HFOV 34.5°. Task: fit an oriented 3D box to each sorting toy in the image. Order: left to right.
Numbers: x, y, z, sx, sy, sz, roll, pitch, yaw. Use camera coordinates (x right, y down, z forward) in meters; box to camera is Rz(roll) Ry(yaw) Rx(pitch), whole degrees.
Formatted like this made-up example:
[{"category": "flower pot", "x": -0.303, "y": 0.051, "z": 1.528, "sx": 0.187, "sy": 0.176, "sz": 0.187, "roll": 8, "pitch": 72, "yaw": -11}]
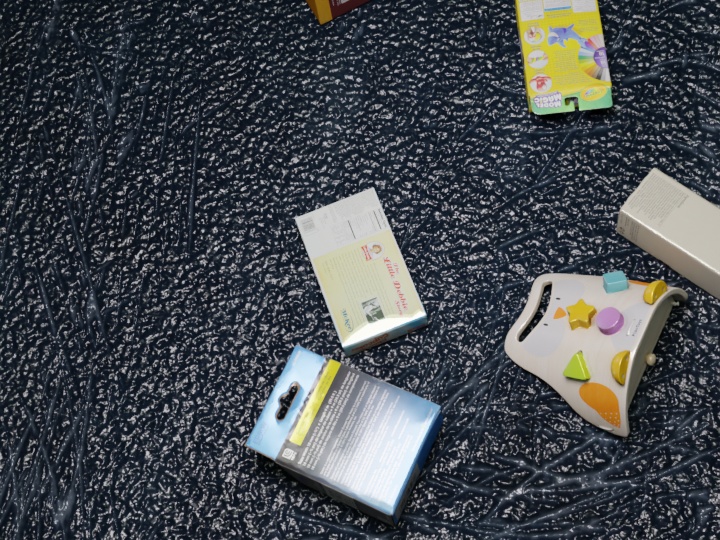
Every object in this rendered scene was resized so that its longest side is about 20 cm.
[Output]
[{"category": "sorting toy", "x": 0.275, "y": 0.072, "z": 1.424, "sx": 0.179, "sy": 0.107, "sz": 0.201, "roll": 15, "pitch": 67, "yaw": 35}]

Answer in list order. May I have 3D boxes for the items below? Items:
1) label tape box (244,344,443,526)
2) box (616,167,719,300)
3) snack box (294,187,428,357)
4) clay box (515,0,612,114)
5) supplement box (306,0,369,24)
[{"category": "label tape box", "x": -0.018, "y": 0.198, "z": 1.407, "sx": 0.198, "sy": 0.063, "sz": 0.145, "roll": 22, "pitch": 70, "yaw": 17}, {"category": "box", "x": 0.425, "y": -0.037, "z": 1.454, "sx": 0.199, "sy": 0.069, "sz": 0.082, "roll": 38, "pitch": 75, "yaw": 21}, {"category": "snack box", "x": 0.000, "y": 0.000, "z": 1.511, "sx": 0.115, "sy": 0.037, "sz": 0.201, "roll": -20, "pitch": 64, "yaw": -2}, {"category": "clay box", "x": 0.281, "y": -0.297, "z": 1.606, "sx": 0.114, "sy": 0.048, "sz": 0.202, "roll": -5, "pitch": 66, "yaw": 5}, {"category": "supplement box", "x": -0.011, "y": -0.499, "z": 1.655, "sx": 0.199, "sy": 0.198, "sz": 0.133, "roll": -27, "pitch": 65, "yaw": -6}]
